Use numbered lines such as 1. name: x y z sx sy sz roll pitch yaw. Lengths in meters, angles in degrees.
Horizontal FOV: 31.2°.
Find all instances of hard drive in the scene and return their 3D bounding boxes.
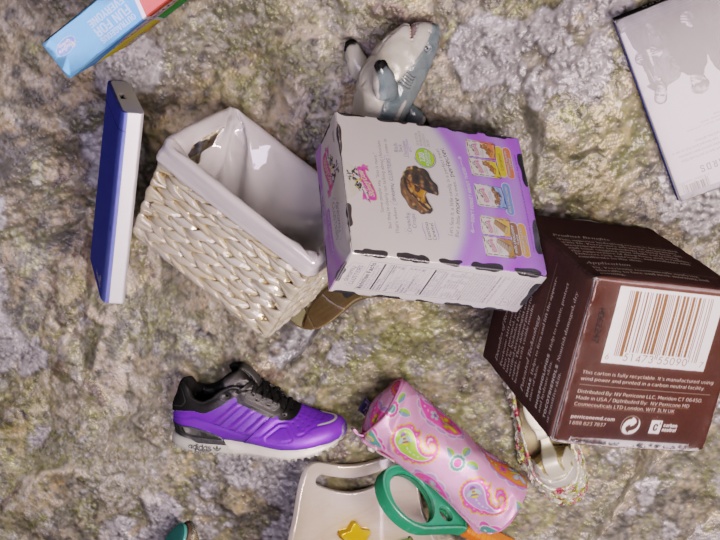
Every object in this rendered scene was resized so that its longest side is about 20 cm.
1. hard drive: -0.254 -0.083 1.336 0.025 0.132 0.200 3 111 -19

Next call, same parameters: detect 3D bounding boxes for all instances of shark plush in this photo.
1. shark plush: 0.039 -0.151 1.315 0.083 0.091 0.200 -8 105 -22

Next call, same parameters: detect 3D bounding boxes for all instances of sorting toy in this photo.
1. sorting toy: -0.003 0.302 1.458 0.200 0.107 0.180 -2 94 -13

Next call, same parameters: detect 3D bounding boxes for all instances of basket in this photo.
1. basket: -0.113 -0.048 1.307 0.200 0.136 0.123 39 125 8

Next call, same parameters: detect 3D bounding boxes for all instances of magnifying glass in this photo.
1. magnifying glass: 0.099 0.276 1.437 0.200 0.080 0.022 31 124 -25

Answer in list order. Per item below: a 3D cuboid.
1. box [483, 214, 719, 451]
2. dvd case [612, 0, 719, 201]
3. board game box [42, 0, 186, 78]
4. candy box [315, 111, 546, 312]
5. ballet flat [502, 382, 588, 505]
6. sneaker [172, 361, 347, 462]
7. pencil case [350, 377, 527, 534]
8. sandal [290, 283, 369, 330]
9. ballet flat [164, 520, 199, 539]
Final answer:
1. box: 0.242 0.057 1.261 0.166 0.200 0.165 6 108 -17
2. dvd case: 0.356 -0.185 1.284 0.150 0.025 0.200 -20 106 13
3. board game box: -0.205 -0.260 1.233 0.153 0.200 0.040 -34 102 17
4. candy box: 0.064 -0.056 1.248 0.200 0.168 0.072 7 145 -19
5. ballet flat: 0.199 0.181 1.407 0.076 0.064 0.200 -19 106 11
6. sneaker: -0.115 0.152 1.431 0.200 0.070 0.100 1 106 6
7. pencil case: 0.088 0.205 1.415 0.200 0.087 0.087 38 109 -8
8. sandal: 0.000 0.000 1.379 0.200 0.054 0.080 -29 98 30
9. ballet flat: -0.229 0.372 1.530 0.075 0.068 0.200 28 117 -26
